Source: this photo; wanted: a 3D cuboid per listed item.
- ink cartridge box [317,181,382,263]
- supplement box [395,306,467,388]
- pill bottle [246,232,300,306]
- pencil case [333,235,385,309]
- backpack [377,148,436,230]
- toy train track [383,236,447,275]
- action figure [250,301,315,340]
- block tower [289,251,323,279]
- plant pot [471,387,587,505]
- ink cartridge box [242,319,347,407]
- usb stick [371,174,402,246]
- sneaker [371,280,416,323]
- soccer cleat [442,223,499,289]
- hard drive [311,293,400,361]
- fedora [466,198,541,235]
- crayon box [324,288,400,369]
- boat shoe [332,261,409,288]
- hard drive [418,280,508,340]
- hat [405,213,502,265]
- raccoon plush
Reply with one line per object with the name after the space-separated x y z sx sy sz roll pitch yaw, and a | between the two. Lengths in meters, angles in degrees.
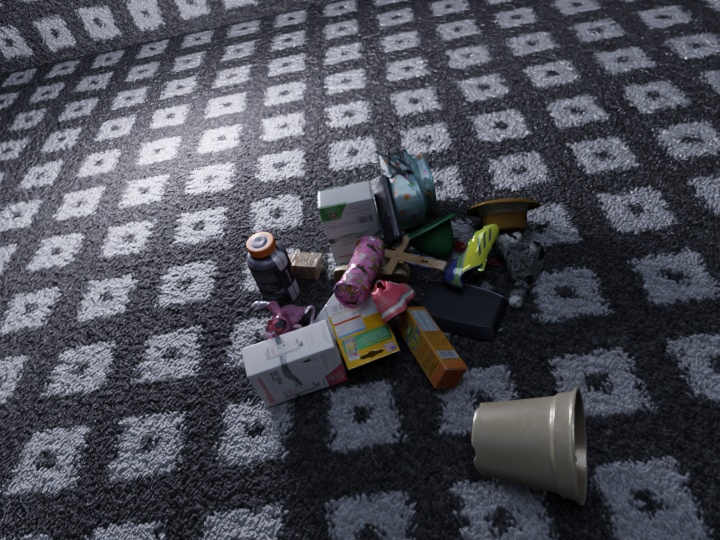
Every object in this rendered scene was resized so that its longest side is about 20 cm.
-0.022 -0.126 1.500 0.146 0.200 0.083 -11 43 3 | ink cartridge box
0.155 0.170 1.253 0.069 0.067 0.200 4 36 -30 | supplement box
-0.230 -0.005 1.438 0.106 0.200 0.106 -7 47 8 | pill bottle
0.000 0.000 1.348 0.086 0.083 0.200 13 44 13 | pencil case
0.133 -0.219 1.562 0.153 0.176 0.200 -7 59 3 | backpack
0.131 -0.023 1.393 0.200 0.033 0.115 14 66 39 | toy train track
-0.185 0.140 1.311 0.149 0.200 0.134 2 85 -3 | action figure
-0.200 -0.016 1.543 0.200 0.058 0.054 3 49 20 | block tower
0.310 0.315 1.024 0.183 0.201 0.201 -4 46 27 | plant pot
-0.145 0.212 1.249 0.200 0.147 0.083 -19 47 -3 | ink cartridge box
0.069 -0.158 1.454 0.055 0.033 0.200 -26 62 29 | usb stick
0.074 0.051 1.304 0.074 0.087 0.200 -36 3 17 | sneaker
0.284 -0.031 1.359 0.200 0.065 0.084 -45 54 -14 | soccer cleat
-0.009 0.134 1.367 0.200 0.033 0.140 17 54 27 | hard drive
0.374 -0.133 1.452 0.200 0.201 0.082 -3 84 12 | fedora
0.005 0.146 1.293 0.126 0.052 0.200 -20 45 -5 | crayon box
0.029 0.007 1.456 0.200 0.071 0.065 4 43 4 | boat shoe
0.241 0.089 1.337 0.200 0.042 0.135 13 52 25 | hard drive
0.221 -0.042 1.479 0.166 0.176 0.200 -30 5 -25 | hat
0.364 -0.015 1.374 0.134 0.097 0.200 16 53 35 | raccoon plush
